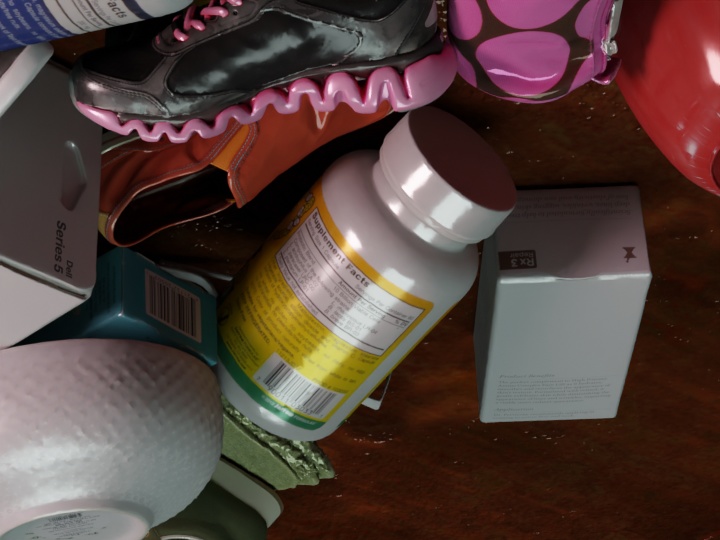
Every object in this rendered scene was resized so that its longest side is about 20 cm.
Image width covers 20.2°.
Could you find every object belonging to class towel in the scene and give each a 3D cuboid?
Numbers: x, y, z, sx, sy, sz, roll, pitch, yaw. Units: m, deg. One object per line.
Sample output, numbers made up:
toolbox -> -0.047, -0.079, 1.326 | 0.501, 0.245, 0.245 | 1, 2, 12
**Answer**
towel -> -0.124, 0.093, 1.353 | 0.200, 0.037, 0.148 | 39, 146, -28

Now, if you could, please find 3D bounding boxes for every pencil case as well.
pencil case -> 0.094, -0.167, 0.990 | 0.093, 0.091, 0.200 | 29, 156, 15

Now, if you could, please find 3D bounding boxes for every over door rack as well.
over door rack -> -0.063, 0.057, 1.376 | 0.198, 0.067, 0.148 | 2, 150, -10

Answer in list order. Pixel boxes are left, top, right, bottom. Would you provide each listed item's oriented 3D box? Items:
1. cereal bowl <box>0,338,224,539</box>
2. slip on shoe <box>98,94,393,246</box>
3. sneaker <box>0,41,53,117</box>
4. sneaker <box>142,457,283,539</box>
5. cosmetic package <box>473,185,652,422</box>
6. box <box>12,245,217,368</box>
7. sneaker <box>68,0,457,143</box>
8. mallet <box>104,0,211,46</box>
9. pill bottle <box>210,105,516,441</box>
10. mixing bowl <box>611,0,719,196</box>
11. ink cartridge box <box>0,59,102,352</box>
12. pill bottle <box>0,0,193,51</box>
cereal bowl -> -0.175, 0.118, 1.181 | 0.198, 0.084, 0.200 | -9, 155, -4
slip on shoe -> -0.066, -0.067, 1.150 | 0.198, 0.062, 0.074 | -21, 151, 0
sneaker -> -0.245, -0.102, 1.038 | 0.199, 0.071, 0.099 | -18, 119, 42
sneaker -> -0.148, 0.149, 1.331 | 0.199, 0.090, 0.067 | 32, 151, -17
cosmetic package -> 0.129, 0.026, 1.339 | 0.101, 0.075, 0.201 | -2, 148, -3
box -> -0.185, 0.059, 1.221 | 0.199, 0.050, 0.082 | -28, 140, 31
sneaker -> -0.052, -0.124, 1.019 | 0.198, 0.079, 0.096 | -9, 122, -4
mallet -> -0.049, -0.156, 1.047 | 0.199, 0.041, 0.066 | -32, 139, 33
pill bottle -> 0.000, 0.000, 1.212 | 0.112, 0.113, 0.200 | 20, 125, -35
mixing bowl -> 0.229, -0.105, 1.089 | 0.198, 0.109, 0.201 | -3, 150, -2
ink cartridge box -> -0.240, -0.021, 1.145 | 0.084, 0.147, 0.199 | 26, 139, -38
pill bottle -> -0.136, -0.166, 0.940 | 0.198, 0.112, 0.111 | -11, 149, 12
